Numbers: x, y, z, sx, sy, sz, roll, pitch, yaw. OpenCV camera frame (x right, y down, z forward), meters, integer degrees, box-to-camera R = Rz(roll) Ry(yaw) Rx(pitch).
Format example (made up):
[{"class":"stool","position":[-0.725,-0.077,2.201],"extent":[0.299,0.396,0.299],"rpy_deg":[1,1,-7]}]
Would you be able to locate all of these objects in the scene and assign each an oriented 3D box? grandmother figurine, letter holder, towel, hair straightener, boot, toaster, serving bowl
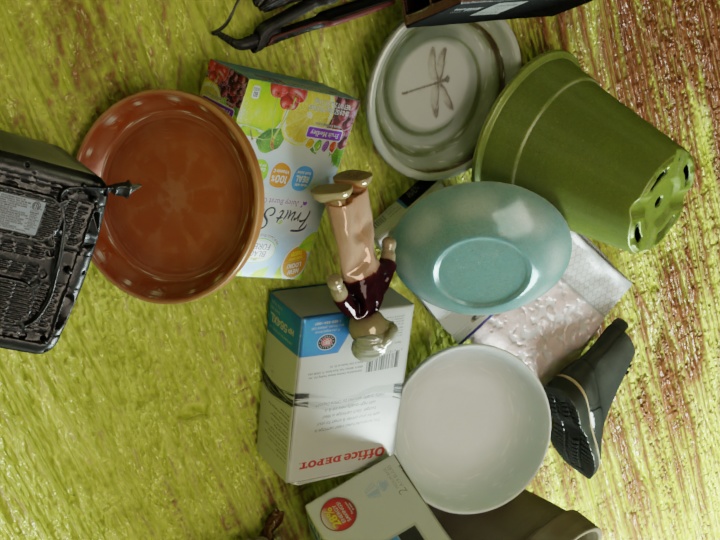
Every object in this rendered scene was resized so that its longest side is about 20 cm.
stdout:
[{"class":"grandmother figurine","position":[0.000,0.000,1.447],"extent":[0.121,0.060,0.202],"rpy_deg":[-28,119,-40]},{"class":"letter holder","position":[0.140,-0.334,1.421],"extent":[0.199,0.100,0.143],"rpy_deg":[-10,90,-32]},{"class":"towel","position":[0.229,0.041,1.727],"extent":[0.200,0.032,0.192],"rpy_deg":[38,88,-38]},{"class":"hair straightener","position":[-0.059,-0.274,1.393],"extent":[0.199,0.041,0.077],"rpy_deg":[-21,121,-19]},{"class":"boot","position":[0.312,0.169,1.808],"extent":[0.138,0.077,0.201],"rpy_deg":[-44,147,-22]},{"class":"toaster","position":[-0.332,-0.033,1.263],"extent":[0.199,0.119,0.182],"rpy_deg":[13,104,-34]},{"class":"serving bowl","position":[0.122,0.183,1.658],"extent":[0.198,0.066,0.202],"rpy_deg":[-1,94,-16]}]

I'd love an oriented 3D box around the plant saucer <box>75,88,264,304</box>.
[{"class":"plant saucer","position":[-0.180,-0.070,1.321],"extent":[0.032,0.199,0.202],"rpy_deg":[-18,129,-68]}]

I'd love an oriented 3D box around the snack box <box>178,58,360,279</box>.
[{"class":"snack box","position":[-0.103,-0.096,1.399],"extent":[0.168,0.067,0.201],"rpy_deg":[2,112,-50]}]

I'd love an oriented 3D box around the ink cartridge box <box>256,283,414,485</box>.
[{"class":"ink cartridge box","position":[-0.031,0.121,1.557],"extent":[0.145,0.084,0.202],"rpy_deg":[-6,115,-32]}]

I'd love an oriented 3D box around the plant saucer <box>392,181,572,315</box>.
[{"class":"plant saucer","position":[0.131,-0.009,1.521],"extent":[0.199,0.039,0.202],"rpy_deg":[2,135,2]}]

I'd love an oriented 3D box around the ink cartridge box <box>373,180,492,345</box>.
[{"class":"ink cartridge box","position":[0.095,-0.010,1.606],"extent":[0.099,0.039,0.200],"rpy_deg":[-41,127,-5]}]

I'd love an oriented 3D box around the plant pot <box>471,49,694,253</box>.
[{"class":"plant pot","position":[0.256,-0.112,1.537],"extent":[0.200,0.189,0.201],"rpy_deg":[-34,142,-32]}]

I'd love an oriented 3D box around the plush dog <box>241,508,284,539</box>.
[{"class":"plush dog","position":[-0.092,0.376,1.578],"extent":[0.199,0.172,0.161],"rpy_deg":[28,94,-38]}]

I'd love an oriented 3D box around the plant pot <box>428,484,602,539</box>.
[{"class":"plant pot","position":[0.168,0.339,1.714],"extent":[0.200,0.173,0.201],"rpy_deg":[-36,148,-26]}]

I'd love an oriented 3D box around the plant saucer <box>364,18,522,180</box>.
[{"class":"plant saucer","position":[0.081,-0.198,1.506],"extent":[0.199,0.050,0.202],"rpy_deg":[-14,118,-28]}]

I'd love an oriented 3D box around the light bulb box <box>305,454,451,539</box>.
[{"class":"light bulb box","position":[0.041,0.353,1.595],"extent":[0.124,0.199,0.201],"rpy_deg":[-28,150,-15]}]
